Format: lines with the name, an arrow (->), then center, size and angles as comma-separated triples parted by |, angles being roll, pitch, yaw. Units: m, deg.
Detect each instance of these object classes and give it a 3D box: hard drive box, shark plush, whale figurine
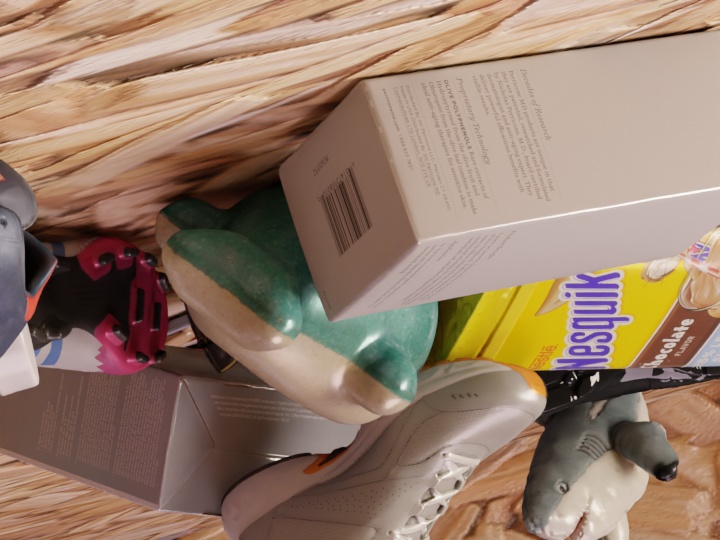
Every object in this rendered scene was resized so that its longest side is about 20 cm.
hard drive box -> -0.096, 0.088, 1.620 | 0.156, 0.077, 0.200 | 9, -178, -35
shark plush -> 0.126, 0.074, 1.648 | 0.083, 0.200, 0.091 | 10, 146, -15
whale figurine -> -0.028, 0.004, 1.384 | 0.104, 0.159, 0.200 | -53, 163, 3

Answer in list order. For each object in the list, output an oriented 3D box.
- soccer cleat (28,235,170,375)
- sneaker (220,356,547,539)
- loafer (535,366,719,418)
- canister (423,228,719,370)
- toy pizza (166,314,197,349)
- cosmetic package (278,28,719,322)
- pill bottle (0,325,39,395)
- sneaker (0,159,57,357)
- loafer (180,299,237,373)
soccer cleat -> -0.164, 0.015, 1.428 | 0.086, 0.070, 0.200 | -1, 175, 20
sneaker -> 0.021, 0.122, 1.469 | 0.200, 0.092, 0.076 | -34, 144, 25
loafer -> 0.153, 0.037, 1.615 | 0.200, 0.068, 0.070 | -15, -171, -9
canister -> 0.136, -0.007, 1.478 | 0.200, 0.087, 0.149 | -1, 146, -20
toy pizza -> -0.048, 0.039, 1.861 | 0.200, 0.032, 0.200 | -14, 172, -2
cosmetic package -> 0.078, -0.044, 1.320 | 0.200, 0.085, 0.108 | -11, 163, -30
pill bottle -> -0.250, 0.041, 1.274 | 0.200, 0.104, 0.104 | -14, 172, -5
sneaker -> -0.180, -0.022, 1.145 | 0.085, 0.075, 0.200 | -49, 159, -8
loafer -> 0.000, 0.000, 1.546 | 0.200, 0.072, 0.073 | -15, 171, 2
